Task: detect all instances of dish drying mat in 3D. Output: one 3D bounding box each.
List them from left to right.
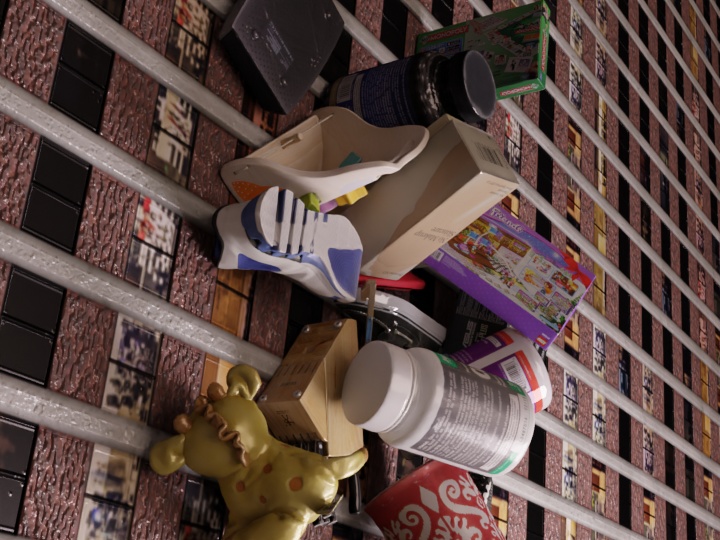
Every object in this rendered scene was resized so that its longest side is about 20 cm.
[{"bbox_3d":[0.000,0.000,1.317,0.200,0.077,0.018,5,115,-56],"label":"dish drying mat"}]

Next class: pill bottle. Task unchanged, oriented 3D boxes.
[{"bbox_3d":[0.060,-0.206,1.336,0.112,0.199,0.112,20,65,-53],"label":"pill bottle"},{"bbox_3d":[0.086,0.152,1.204,0.199,0.113,0.114,22,62,-29],"label":"pill bottle"},{"bbox_3d":[0.131,0.159,1.352,0.112,0.199,0.113,156,-90,-82],"label":"pill bottle"}]

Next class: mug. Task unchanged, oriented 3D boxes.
[{"bbox_3d":[0.119,0.331,1.284,0.200,0.133,0.177,57,12,17],"label":"mug"}]

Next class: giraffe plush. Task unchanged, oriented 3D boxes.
[{"bbox_3d":[-0.111,0.191,1.040,0.162,0.200,0.173,42,50,2],"label":"giraffe plush"}]

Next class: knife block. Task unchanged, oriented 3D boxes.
[{"bbox_3d":[-0.035,0.178,1.217,0.176,0.064,0.200,62,37,-27],"label":"knife block"}]

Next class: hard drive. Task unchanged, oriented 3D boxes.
[{"bbox_3d":[-0.092,-0.284,1.271,0.135,0.042,0.200,58,39,-31],"label":"hard drive"}]

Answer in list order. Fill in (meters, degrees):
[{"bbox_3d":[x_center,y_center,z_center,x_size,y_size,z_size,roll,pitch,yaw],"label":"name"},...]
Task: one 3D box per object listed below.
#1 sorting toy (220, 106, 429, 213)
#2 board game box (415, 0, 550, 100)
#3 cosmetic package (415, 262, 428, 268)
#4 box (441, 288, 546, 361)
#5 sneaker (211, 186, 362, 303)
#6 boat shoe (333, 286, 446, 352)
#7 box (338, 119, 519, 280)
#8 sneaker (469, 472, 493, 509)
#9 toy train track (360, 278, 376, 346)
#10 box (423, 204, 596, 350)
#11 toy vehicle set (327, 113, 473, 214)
[{"bbox_3d":[-0.020,-0.119,1.211,0.200,0.179,0.107,-42,116,-52],"label":"sorting toy"},{"bbox_3d":[0.166,-0.295,1.520,0.029,0.199,0.135,39,51,-47],"label":"board game box"},{"bbox_3d":[0.110,-0.074,1.488,0.200,0.081,0.113,-19,97,-58],"label":"cosmetic package"},{"bbox_3d":[0.196,0.087,1.508,0.164,0.086,0.201,18,87,-58],"label":"box"},{"bbox_3d":[-0.089,-0.031,1.147,0.199,0.115,0.081,33,62,-52],"label":"sneaker"},{"bbox_3d":[0.038,0.075,1.345,0.200,0.072,0.071,27,74,-42],"label":"boat shoe"},{"bbox_3d":[0.073,-0.078,1.254,0.095,0.200,0.078,8,50,-51],"label":"box"},{"bbox_3d":[0.138,0.361,1.434,0.091,0.066,0.201,55,44,-37],"label":"sneaker"},{"bbox_3d":[-0.006,0.109,1.269,0.115,0.032,0.201,-87,-177,-77],"label":"toy train track"},{"bbox_3d":[0.187,-0.005,1.374,0.200,0.039,0.137,37,46,8],"label":"box"},{"bbox_3d":[0.062,-0.109,1.319,0.124,0.200,0.027,11,48,-56],"label":"toy vehicle set"}]
